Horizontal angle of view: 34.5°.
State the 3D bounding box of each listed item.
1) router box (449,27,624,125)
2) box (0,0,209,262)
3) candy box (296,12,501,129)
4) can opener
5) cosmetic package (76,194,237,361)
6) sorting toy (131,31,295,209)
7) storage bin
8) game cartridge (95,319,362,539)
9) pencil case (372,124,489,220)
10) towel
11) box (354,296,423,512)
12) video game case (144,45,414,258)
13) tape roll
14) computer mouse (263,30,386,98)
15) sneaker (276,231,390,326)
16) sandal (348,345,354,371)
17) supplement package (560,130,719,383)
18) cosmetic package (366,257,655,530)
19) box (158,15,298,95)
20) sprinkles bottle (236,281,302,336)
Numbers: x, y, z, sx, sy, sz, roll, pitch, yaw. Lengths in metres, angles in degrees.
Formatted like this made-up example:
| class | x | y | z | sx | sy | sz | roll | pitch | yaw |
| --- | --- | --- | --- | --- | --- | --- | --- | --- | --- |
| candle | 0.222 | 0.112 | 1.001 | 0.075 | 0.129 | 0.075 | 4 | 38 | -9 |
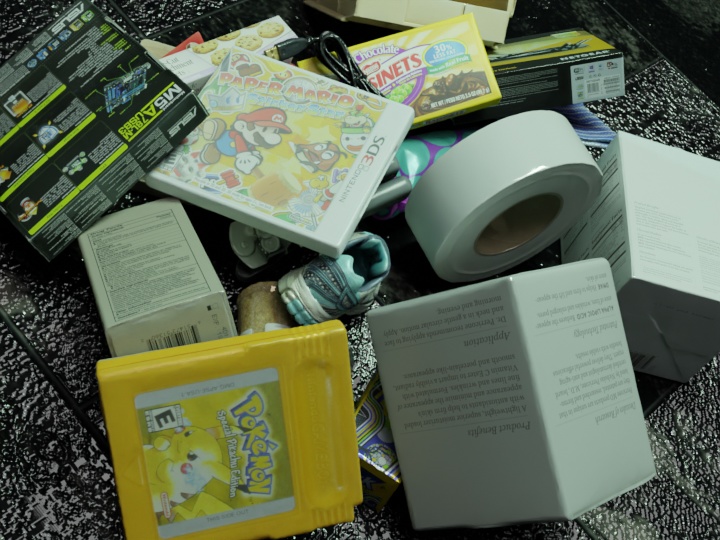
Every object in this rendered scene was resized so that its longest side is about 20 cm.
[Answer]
| class | x | y | z | sx | sy | sz | roll | pitch | yaw |
| --- | --- | --- | --- | --- | --- | --- | --- | --- | --- |
| router box | 0.184 | -0.226 | 1.335 | 0.198 | 0.053 | 0.157 | -10 | 23 | -5 |
| box | -0.272 | -0.137 | 1.076 | 0.200 | 0.048 | 0.193 | -44 | 62 | -9 |
| candy box | 0.040 | -0.199 | 1.232 | 0.198 | 0.026 | 0.103 | -17 | 79 | -5 |
| can opener | -0.043 | -0.056 | 1.162 | 0.199 | 0.067 | 0.053 | -27 | 76 | -16 |
| cosmetic package | -0.179 | 0.016 | 1.003 | 0.104 | 0.072 | 0.200 | -17 | 31 | -11 |
| sorting toy | -0.146 | -0.161 | 1.222 | 0.198 | 0.070 | 0.200 | 14 | 51 | -13 |
| storage bin | 0.056 | -0.332 | 1.360 | 0.198 | 0.094 | 0.199 | 6 | 17 | -20 |
| game cartridge | -0.101 | 0.140 | 0.937 | 0.198 | 0.178 | 0.032 | -9 | 19 | -10 |
| pencil case | 0.096 | -0.109 | 1.281 | 0.199 | 0.086 | 0.093 | -11 | 47 | -29 |
| towel | 0.216 | -0.185 | 1.359 | 0.144 | 0.024 | 0.200 | 8 | 20 | -10 |
| box | 0.038 | 0.122 | 1.099 | 0.070 | 0.064 | 0.200 | 32 | 49 | 1 |
| video game case | -0.073 | -0.117 | 1.094 | 0.199 | 0.023 | 0.183 | 21 | 58 | 12 |
| tape roll | 0.149 | -0.074 | 1.202 | 0.201 | 0.203 | 0.071 | -13 | 61 | -31 |
| computer mouse | -0.065 | -0.164 | 1.161 | 0.199 | 0.046 | 0.141 | -33 | 84 | -23 |
| sneaker | 0.000 | 0.000 | 1.121 | 0.078 | 0.086 | 0.200 | 56 | 24 | -4 |
| sandal | -0.096 | 0.111 | 0.972 | 0.199 | 0.045 | 0.075 | -35 | 106 | 2 |
| supplement package | 0.318 | -0.013 | 1.265 | 0.151 | 0.151 | 0.201 | 15 | 52 | -13 |
| cosmetic package | 0.133 | 0.108 | 1.020 | 0.164 | 0.164 | 0.202 | -9 | 86 | -49 |
| box | -0.148 | -0.208 | 1.183 | 0.199 | 0.039 | 0.041 | -29 | 70 | -37 |
| sprinkles bottle | -0.082 | 0.109 | 1.053 | 0.068 | 0.068 | 0.201 | 10 | 52 | -17 |
